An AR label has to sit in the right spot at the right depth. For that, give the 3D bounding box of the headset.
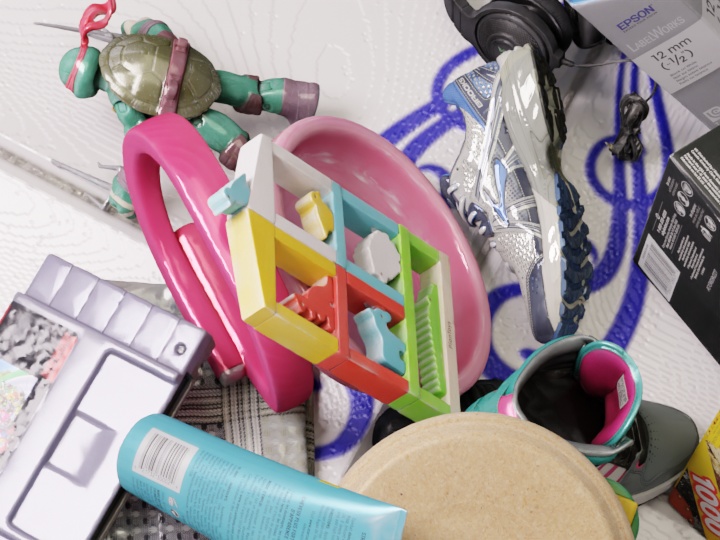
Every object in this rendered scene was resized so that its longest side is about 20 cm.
[{"bbox_3d":[0.139,-0.166,1.627,0.123,0.094,0.200,-25,54,-17],"label":"headset"}]

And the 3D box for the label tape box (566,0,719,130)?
[{"bbox_3d":[0.200,-0.208,1.568,0.200,0.066,0.144,38,40,-35],"label":"label tape box"}]

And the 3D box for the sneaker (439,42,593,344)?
[{"bbox_3d":[0.101,-0.045,1.557,0.085,0.077,0.202,-13,77,19],"label":"sneaker"}]

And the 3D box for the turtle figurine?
[{"bbox_3d":[-0.130,-0.108,1.548,0.198,0.101,0.151,16,68,-7],"label":"turtle figurine"}]

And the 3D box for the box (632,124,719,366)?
[{"bbox_3d":[0.300,-0.044,1.527,0.199,0.149,0.125,-31,69,-18],"label":"box"}]

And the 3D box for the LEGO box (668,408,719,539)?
[{"bbox_3d":[0.282,0.131,1.413,0.077,0.200,0.149,-39,73,-22],"label":"LEGO box"}]

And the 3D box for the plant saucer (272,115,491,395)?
[{"bbox_3d":[0.000,0.000,1.483,0.200,0.051,0.202,32,41,-33],"label":"plant saucer"}]

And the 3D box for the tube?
[{"bbox_3d":[-0.057,0.139,1.350,0.199,0.078,0.050,23,21,37],"label":"tube"}]

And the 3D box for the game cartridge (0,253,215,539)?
[{"bbox_3d":[-0.192,0.100,1.435,0.129,0.038,0.201,26,77,17],"label":"game cartridge"}]

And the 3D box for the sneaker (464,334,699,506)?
[{"bbox_3d":[0.150,0.091,1.436,0.199,0.121,0.084,-4,63,-32],"label":"sneaker"}]

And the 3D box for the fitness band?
[{"bbox_3d":[-0.090,-0.003,1.438,0.037,0.144,0.201,-26,74,-16],"label":"fitness band"}]

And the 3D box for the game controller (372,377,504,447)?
[{"bbox_3d":[0.077,0.165,1.471,0.104,0.042,0.201,-18,66,2],"label":"game controller"}]

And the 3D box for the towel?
[{"bbox_3d":[-0.122,0.097,1.480,0.191,0.035,0.202,0,64,-6],"label":"towel"}]

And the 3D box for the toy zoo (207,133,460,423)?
[{"bbox_3d":[-0.016,0.003,1.391,0.199,0.020,0.132,32,41,-36],"label":"toy zoo"}]

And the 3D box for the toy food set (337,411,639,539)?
[{"bbox_3d":[0.067,0.184,1.352,0.197,0.049,0.201,22,86,7],"label":"toy food set"}]
